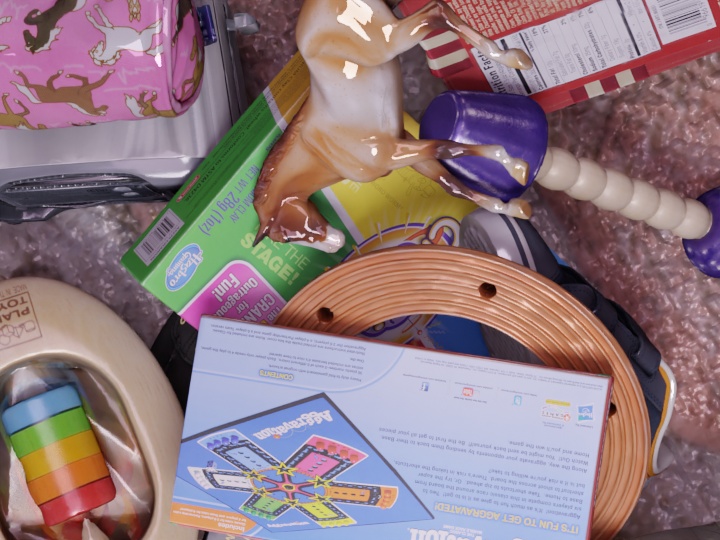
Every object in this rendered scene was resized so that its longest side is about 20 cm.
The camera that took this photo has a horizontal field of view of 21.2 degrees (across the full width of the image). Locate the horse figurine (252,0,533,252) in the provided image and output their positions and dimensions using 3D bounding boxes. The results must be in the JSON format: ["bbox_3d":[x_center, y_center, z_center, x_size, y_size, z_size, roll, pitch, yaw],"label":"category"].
[{"bbox_3d":[0.015,-0.087,0.872,0.132,0.200,0.050,11,43,12],"label":"horse figurine"}]

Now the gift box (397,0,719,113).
[{"bbox_3d":[0.104,-0.204,0.959,0.199,0.185,0.187,-17,57,9],"label":"gift box"}]

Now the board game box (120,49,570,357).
[{"bbox_3d":[0.000,0.000,0.993,0.200,0.040,0.153,40,90,-29],"label":"board game box"}]

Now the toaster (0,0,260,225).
[{"bbox_3d":[-0.151,-0.096,1.031,0.199,0.114,0.130,-4,83,9],"label":"toaster"}]

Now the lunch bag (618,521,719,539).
[{"bbox_3d":[0.118,0.227,0.945,0.163,0.118,0.201,-10,110,-8],"label":"lunch bag"}]

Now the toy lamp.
[{"bbox_3d":[0.118,-0.046,0.977,0.200,0.058,0.058,15,88,-33],"label":"toy lamp"}]

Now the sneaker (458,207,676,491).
[{"bbox_3d":[0.109,0.039,0.988,0.079,0.078,0.200,-26,126,-9],"label":"sneaker"}]

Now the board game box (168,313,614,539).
[{"bbox_3d":[0.013,0.085,0.909,0.199,0.019,0.103,9,87,12],"label":"board game box"}]

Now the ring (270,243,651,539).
[{"bbox_3d":[0.043,0.075,0.945,0.200,0.019,0.201,7,119,13],"label":"ring"}]

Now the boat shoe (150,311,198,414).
[{"bbox_3d":[-0.068,0.032,1.041,0.074,0.063,0.202,32,92,1],"label":"boat shoe"}]

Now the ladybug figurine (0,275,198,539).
[{"bbox_3d":[-0.157,0.097,1.002,0.135,0.072,0.201,-18,84,-9],"label":"ladybug figurine"}]

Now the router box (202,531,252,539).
[{"bbox_3d":[-0.024,0.210,1.020,0.157,0.052,0.201,18,89,-4],"label":"router box"}]

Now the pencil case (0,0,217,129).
[{"bbox_3d":[-0.175,-0.115,0.941,0.199,0.087,0.083,-1,124,11],"label":"pencil case"}]
